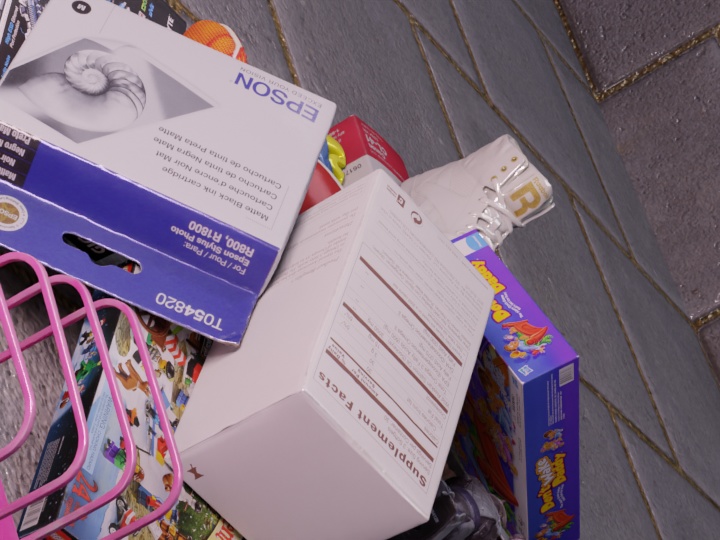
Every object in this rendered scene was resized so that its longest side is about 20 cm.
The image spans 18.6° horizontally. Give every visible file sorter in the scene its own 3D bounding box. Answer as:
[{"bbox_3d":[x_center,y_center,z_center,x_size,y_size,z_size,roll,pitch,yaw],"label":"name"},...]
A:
[{"bbox_3d":[-0.196,0.064,1.089,0.200,0.125,0.140,32,32,-60],"label":"file sorter"}]

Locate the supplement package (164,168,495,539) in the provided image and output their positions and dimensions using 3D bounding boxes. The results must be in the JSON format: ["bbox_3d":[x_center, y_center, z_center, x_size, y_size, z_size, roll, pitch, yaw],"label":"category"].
[{"bbox_3d":[-0.014,0.061,1.313,0.117,0.116,0.201,46,39,-22],"label":"supplement package"}]

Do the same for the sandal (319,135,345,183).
[{"bbox_3d":[-0.050,-0.037,1.633,0.087,0.079,0.202,60,18,-55],"label":"sandal"}]

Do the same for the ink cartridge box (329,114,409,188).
[{"bbox_3d":[-0.020,0.003,1.707,0.086,0.147,0.201,43,23,-46],"label":"ink cartridge box"}]

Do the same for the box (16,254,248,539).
[{"bbox_3d":[-0.117,0.109,1.285,0.136,0.038,0.201,42,40,-29],"label":"box"}]

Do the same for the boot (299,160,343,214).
[{"bbox_3d":[0.000,0.000,1.511,0.201,0.072,0.144,60,-16,-10],"label":"boot"}]

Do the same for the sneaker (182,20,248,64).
[{"bbox_3d":[-0.118,-0.103,1.441,0.076,0.073,0.201,18,39,-14],"label":"sneaker"}]

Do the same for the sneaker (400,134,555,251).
[{"bbox_3d":[0.088,-0.036,1.633,0.074,0.115,0.201,54,19,-27],"label":"sneaker"}]

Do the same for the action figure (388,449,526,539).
[{"bbox_3d":[0.059,0.158,1.452,0.130,0.069,0.200,49,14,21],"label":"action figure"}]

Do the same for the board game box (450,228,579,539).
[{"bbox_3d":[0.099,0.089,1.524,0.135,0.044,0.201,53,-20,39],"label":"board game box"}]

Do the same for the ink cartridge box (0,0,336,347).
[{"bbox_3d":[-0.130,-0.069,1.334,0.198,0.041,0.201,23,45,-5],"label":"ink cartridge box"}]

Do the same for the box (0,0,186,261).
[{"bbox_3d":[-0.204,-0.142,1.437,0.198,0.049,0.201,41,42,-37],"label":"box"}]
